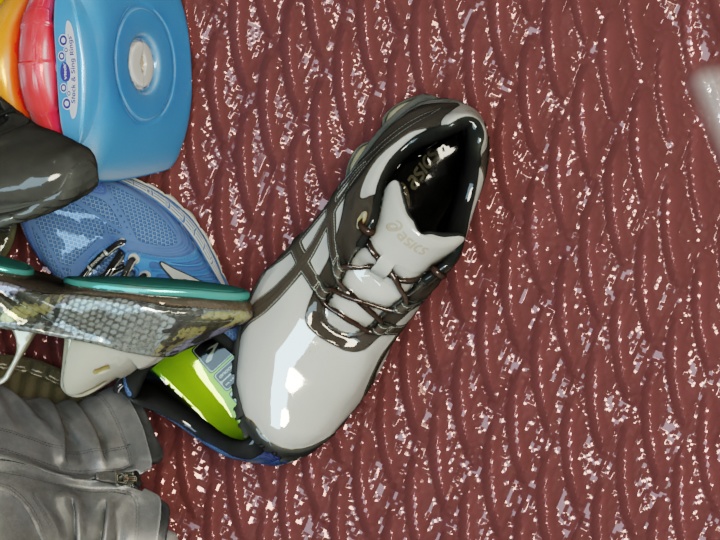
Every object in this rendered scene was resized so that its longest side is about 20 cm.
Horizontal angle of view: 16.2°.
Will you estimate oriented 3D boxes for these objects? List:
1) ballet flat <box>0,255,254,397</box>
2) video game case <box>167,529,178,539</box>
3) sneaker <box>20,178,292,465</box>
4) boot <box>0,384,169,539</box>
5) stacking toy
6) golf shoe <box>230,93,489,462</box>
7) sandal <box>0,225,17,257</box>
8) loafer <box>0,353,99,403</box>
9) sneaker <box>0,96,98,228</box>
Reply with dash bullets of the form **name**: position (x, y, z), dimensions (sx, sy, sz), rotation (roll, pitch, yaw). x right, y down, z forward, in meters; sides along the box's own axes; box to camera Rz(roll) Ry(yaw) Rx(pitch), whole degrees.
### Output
- **ballet flat**: position (-0.153, 0.025, 1.232), dimensions (0.200, 0.072, 0.072), rotation (10, 96, -1)
- **video game case**: position (-0.206, 0.213, 1.372), dimensions (0.181, 0.023, 0.201), rotation (16, 96, 14)
- **sneaker**: position (-0.101, 0.021, 1.298), dimensions (0.200, 0.089, 0.079), rotation (43, 101, 9)
- **boot**: position (-0.177, 0.073, 1.287), dimensions (0.131, 0.070, 0.201), rotation (-11, 75, -22)
- **stacking toy**: position (-0.198, -0.104, 1.322), dimensions (0.199, 0.110, 0.116), rotation (0, 96, 26)
- **golf shoe**: position (0.000, 0.000, 1.238), dimensions (0.078, 0.094, 0.200), rotation (28, 83, -10)
- **sandal**: position (-0.258, 0.008, 1.361), dimensions (0.201, 0.057, 0.080), rotation (-38, 84, 29)
- **loafer**: position (-0.223, 0.085, 1.338), dimensions (0.199, 0.067, 0.076), rotation (11, 65, -6)
- **sneaker**: position (-0.215, -0.073, 1.247), dimensions (0.200, 0.076, 0.091), rotation (12, 115, 31)
